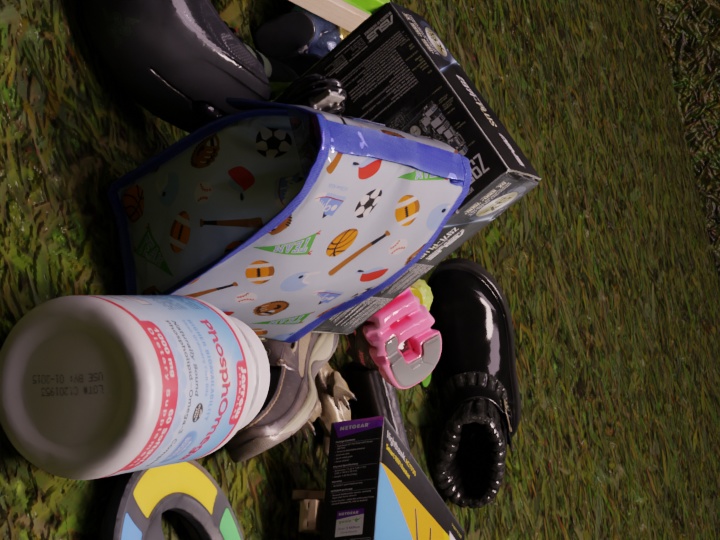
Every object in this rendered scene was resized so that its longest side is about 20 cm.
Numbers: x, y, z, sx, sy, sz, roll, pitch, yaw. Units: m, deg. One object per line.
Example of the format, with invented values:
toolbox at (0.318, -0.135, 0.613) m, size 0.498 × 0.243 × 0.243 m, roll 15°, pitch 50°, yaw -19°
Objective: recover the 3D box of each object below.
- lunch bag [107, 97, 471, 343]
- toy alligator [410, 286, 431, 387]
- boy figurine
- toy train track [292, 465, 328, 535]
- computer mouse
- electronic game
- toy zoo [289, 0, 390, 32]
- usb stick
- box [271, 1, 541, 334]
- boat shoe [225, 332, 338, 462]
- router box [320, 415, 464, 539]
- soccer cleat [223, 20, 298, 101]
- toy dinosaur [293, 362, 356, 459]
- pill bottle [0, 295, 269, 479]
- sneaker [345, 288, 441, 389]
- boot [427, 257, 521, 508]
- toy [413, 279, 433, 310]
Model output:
lunch bag at (-0.045, -0.045, 1.278) m, size 0.170 × 0.199 × 0.125 m, roll 9°, pitch 60°, yaw -49°
toy alligator at (0.016, 0.021, 1.631) m, size 0.054 × 0.059 × 0.201 m, roll -27°, pitch 115°, yaw -25°
boy figurine at (-0.033, -0.225, 1.664) m, size 0.200 × 0.064 × 0.125 m, roll -59°, pitch 133°, yaw -62°
toy train track at (-0.021, 0.208, 1.494) m, size 0.200 × 0.032 × 0.115 m, roll 42°, pitch 49°, yaw -68°
computer mouse at (-0.117, -0.140, 1.307) m, size 0.200 × 0.138 × 0.053 m, roll 43°, pitch 39°, yaw -26°
electronic game at (-0.117, 0.218, 1.227) m, size 0.200 × 0.041 × 0.201 m, roll -12°, pitch 90°, yaw -70°
toy zoo at (-0.036, -0.292, 1.639) m, size 0.131 × 0.020 × 0.201 m, roll 23°, pitch 40°, yaw -37°
usb stick at (0.029, 0.171, 1.625) m, size 0.032 × 0.055 × 0.201 m, roll -17°, pitch 98°, yaw -26°
box at (0.007, -0.075, 1.423) m, size 0.164 × 0.200 × 0.086 m, roll 55°, pitch 16°, yaw 16°
boat shoe at (-0.074, 0.072, 1.398) m, size 0.073 × 0.074 × 0.200 m, roll 55°, pitch 20°, yaw -16°
router box at (0.027, 0.228, 1.466) m, size 0.200 × 0.051 × 0.150 m, roll 58°, pitch 30°, yaw -50°
soccer cleat at (-0.104, -0.162, 1.445) m, size 0.200 × 0.067 × 0.081 m, roll 0°, pitch 68°, yaw -68°
toy dinosaur at (-0.028, 0.103, 1.533) m, size 0.101 × 0.058 × 0.201 m, roll -85°, pitch 157°, yaw -76°
pill bottle at (-0.133, 0.069, 1.170) m, size 0.200 × 0.108 × 0.109 m, roll 1°, pitch 78°, yaw -69°
sneaker at (0.000, 0.000, 1.546) m, size 0.079 × 0.095 × 0.201 m, roll -24°, pitch 112°, yaw -29°
boot at (0.105, 0.108, 1.815) m, size 0.158 × 0.079 × 0.212 m, roll -53°, pitch 128°, yaw -64°
toy at (0.039, 0.004, 1.745) m, size 0.201 × 0.047 × 0.115 m, roll -79°, pitch 148°, yaw -47°
